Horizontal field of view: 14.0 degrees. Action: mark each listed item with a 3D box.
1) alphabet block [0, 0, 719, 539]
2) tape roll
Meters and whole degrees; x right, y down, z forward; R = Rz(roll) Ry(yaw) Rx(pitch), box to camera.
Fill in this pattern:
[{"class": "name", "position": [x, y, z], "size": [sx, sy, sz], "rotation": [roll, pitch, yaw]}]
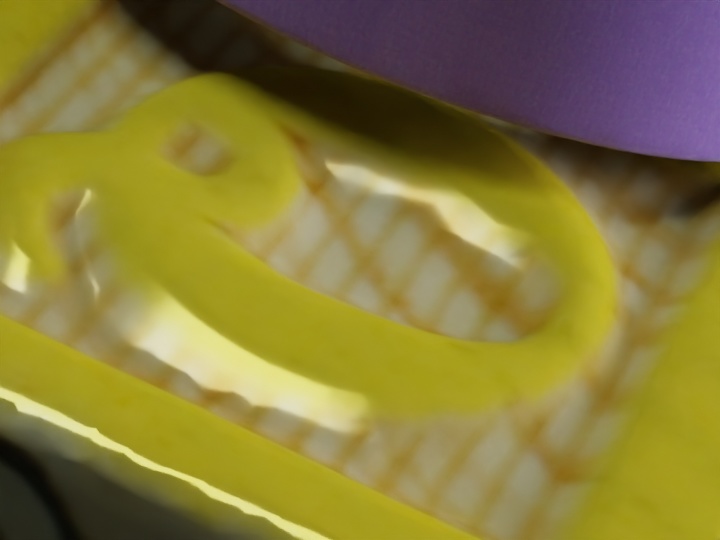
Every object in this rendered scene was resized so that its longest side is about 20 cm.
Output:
[{"class": "alphabet block", "position": [-0.027, 0.067, 0.625], "size": [0.194, 0.201, 0.197], "rotation": [24, 35, 6]}, {"class": "tape roll", "position": [0.029, -0.100, 0.661], "size": [0.199, 0.066, 0.200], "rotation": [18, 22, -8]}]
